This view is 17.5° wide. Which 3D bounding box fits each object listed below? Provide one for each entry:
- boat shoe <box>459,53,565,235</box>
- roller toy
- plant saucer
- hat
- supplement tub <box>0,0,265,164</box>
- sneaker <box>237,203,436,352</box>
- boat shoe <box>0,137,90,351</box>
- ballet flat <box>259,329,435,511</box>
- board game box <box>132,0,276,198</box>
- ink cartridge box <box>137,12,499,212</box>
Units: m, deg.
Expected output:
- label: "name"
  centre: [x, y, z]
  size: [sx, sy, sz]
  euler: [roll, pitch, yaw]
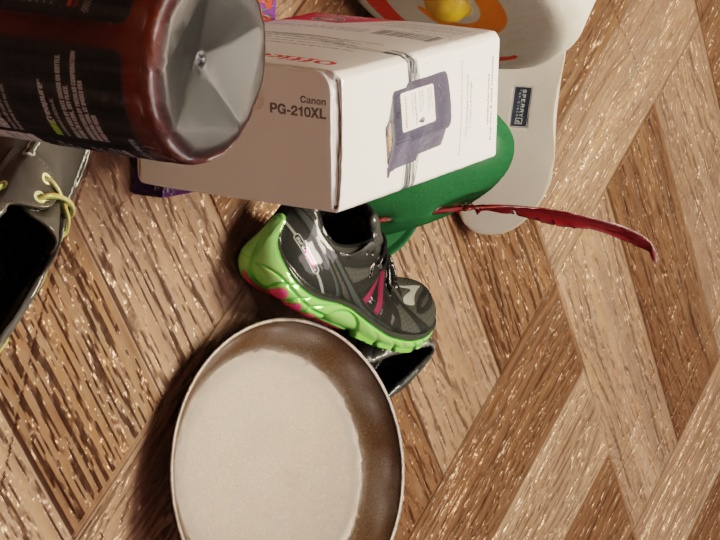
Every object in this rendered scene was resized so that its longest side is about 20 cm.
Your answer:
- label: "boat shoe"
  centre: [0.114, -0.130, 1.768]
  size: [0.093, 0.074, 0.201]
  euler: [-93, -167, -52]
- label: "roller toy"
  centre: [0.081, -0.226, 1.570]
  size: [0.183, 0.199, 0.141]
  euler: [80, 31, -65]
- label: "plant saucer"
  centre: [-0.053, 0.133, 1.542]
  size: [0.199, 0.032, 0.202]
  euler: [6, 81, -40]
- label: "hat"
  centre: [0.091, -0.078, 1.635]
  size: [0.200, 0.175, 0.167]
  euler: [-22, 117, -55]
- label: "supplement tub"
  centre: [-0.154, -0.117, 1.190]
  size: [0.107, 0.199, 0.108]
  euler: [-26, 122, -54]
- label: "sneaker"
  centre: [0.000, 0.000, 1.586]
  size: [0.200, 0.077, 0.084]
  euler: [25, 95, -56]
- label: "boat shoe"
  centre: [-0.192, -0.020, 1.289]
  size: [0.202, 0.060, 0.072]
  euler: [-61, 145, -29]
- label: "ballet flat"
  centre: [-0.017, 0.096, 1.620]
  size: [0.200, 0.056, 0.067]
  euler: [-51, 139, -39]
- label: "board game box"
  centre: [-0.095, -0.151, 1.453]
  size: [0.120, 0.032, 0.202]
  euler: [-18, 113, -61]
- label: "ink cartridge box"
  centre: [-0.024, -0.100, 1.416]
  size: [0.200, 0.144, 0.085]
  euler: [-21, 116, -57]
